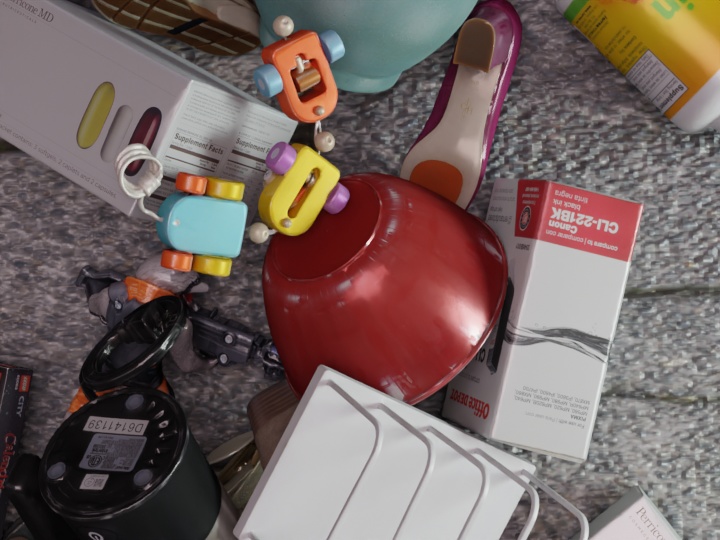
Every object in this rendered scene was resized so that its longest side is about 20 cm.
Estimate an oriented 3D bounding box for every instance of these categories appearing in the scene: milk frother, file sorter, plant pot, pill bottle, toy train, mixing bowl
[{"bbox_3d":[-0.145,0.152,1.502,0.180,0.189,0.200,18,57,37],"label":"milk frother"},{"bbox_3d":[0.040,0.183,1.426,0.199,0.124,0.140,26,94,-26],"label":"file sorter"},{"bbox_3d":[-0.005,-0.224,1.550,0.199,0.201,0.135,25,118,3],"label":"plant pot"},{"bbox_3d":[0.258,-0.181,1.559,0.200,0.111,0.111,44,92,3],"label":"pill bottle"},{"bbox_3d":[-0.088,-0.086,1.445,0.199,0.056,0.151,-35,114,-20],"label":"toy train"},{"bbox_3d":[0.000,0.000,1.507,0.200,0.200,0.109,-37,129,3],"label":"mixing bowl"}]

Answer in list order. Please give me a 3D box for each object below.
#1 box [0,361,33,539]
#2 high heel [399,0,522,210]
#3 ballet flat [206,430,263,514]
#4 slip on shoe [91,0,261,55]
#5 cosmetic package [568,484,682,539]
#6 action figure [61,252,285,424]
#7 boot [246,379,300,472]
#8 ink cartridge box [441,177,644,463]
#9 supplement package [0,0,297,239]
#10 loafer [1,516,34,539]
[{"bbox_3d":[-0.347,0.163,1.607,0.136,0.038,0.202,11,90,26],"label":"box"},{"bbox_3d":[0.087,-0.119,1.610,0.067,0.096,0.201,24,113,11],"label":"high heel"},{"bbox_3d":[-0.125,0.189,1.601,0.200,0.067,0.062,-44,116,-5],"label":"ballet flat"},{"bbox_3d":[-0.144,-0.222,1.548,0.076,0.199,0.061,-15,73,31],"label":"slip on shoe"},{"bbox_3d":[0.176,0.274,1.575,0.200,0.085,0.108,-40,86,4],"label":"cosmetic package"},{"bbox_3d":[-0.152,0.078,1.587,0.198,0.105,0.195,13,102,9],"label":"action figure"},{"bbox_3d":[0.011,0.122,1.553,0.199,0.070,0.146,-33,58,-13],"label":"boot"},{"bbox_3d":[0.138,0.035,1.541,0.083,0.144,0.202,12,90,-13],"label":"ink cartridge box"},{"bbox_3d":[-0.180,-0.121,1.525,0.199,0.155,0.112,29,97,29],"label":"supplement package"},{"bbox_3d":[-0.211,0.271,1.608,0.200,0.072,0.063,41,86,5],"label":"loafer"}]
